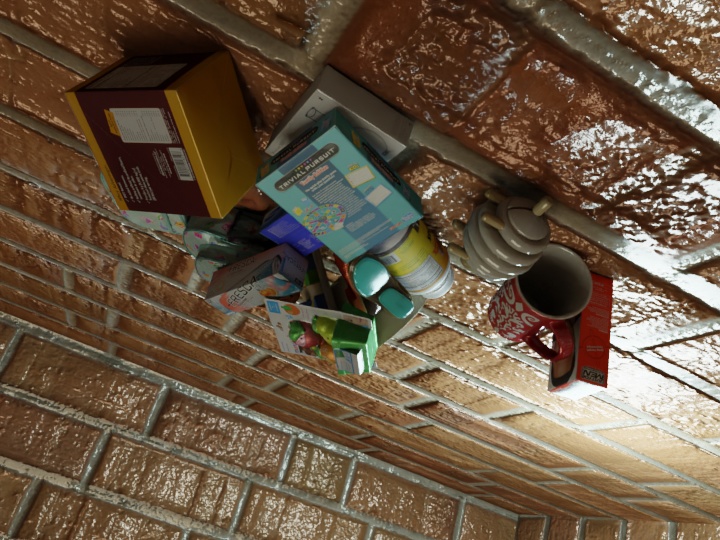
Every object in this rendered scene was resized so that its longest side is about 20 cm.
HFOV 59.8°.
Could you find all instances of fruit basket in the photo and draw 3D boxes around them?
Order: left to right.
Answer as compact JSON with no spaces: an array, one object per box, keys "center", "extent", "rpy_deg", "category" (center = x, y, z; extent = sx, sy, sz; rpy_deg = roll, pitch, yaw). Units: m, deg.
[{"center":[-0.071,0.126,1.149],"extent":[0.198,0.094,0.186],"rpy_deg":[5,143,9],"category":"fruit basket"}]

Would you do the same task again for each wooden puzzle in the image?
[{"center":[-0.105,0.047,1.296],"extent":[0.046,0.187,0.200],"rpy_deg":[-17,179,-20],"category":"wooden puzzle"}]

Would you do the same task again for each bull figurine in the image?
[{"center":[-0.220,-0.172,1.089],"extent":[0.121,0.065,0.200],"rpy_deg":[12,152,22],"category":"bull figurine"}]

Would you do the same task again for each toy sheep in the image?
[{"center":[0.221,-0.054,0.966],"extent":[0.137,0.139,0.200],"rpy_deg":[25,147,-15],"category":"toy sheep"}]

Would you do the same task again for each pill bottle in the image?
[{"center":[0.088,-0.031,1.116],"extent":[0.109,0.110,0.200],"rpy_deg":[-4,147,38],"category":"pill bottle"}]

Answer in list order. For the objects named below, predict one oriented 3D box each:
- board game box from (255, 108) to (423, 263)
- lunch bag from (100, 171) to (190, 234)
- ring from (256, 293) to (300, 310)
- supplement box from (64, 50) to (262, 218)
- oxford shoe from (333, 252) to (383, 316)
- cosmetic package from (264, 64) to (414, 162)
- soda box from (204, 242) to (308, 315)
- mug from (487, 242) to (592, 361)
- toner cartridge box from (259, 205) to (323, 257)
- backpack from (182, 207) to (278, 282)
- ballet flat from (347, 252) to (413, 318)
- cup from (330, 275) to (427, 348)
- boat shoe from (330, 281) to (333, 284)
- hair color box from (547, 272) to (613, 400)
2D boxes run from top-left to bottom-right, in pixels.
[{"center":[-0.028,-0.115,0.910],"extent":[0.150,0.047,0.200],"rpy_deg":[-30,127,26],"category":"board game box"},{"center":[-0.409,-0.152,1.233],"extent":[0.159,0.078,0.200],"rpy_deg":[16,154,5],"category":"lunch bag"},{"center":[-0.229,0.031,1.377],"extent":[0.199,0.201,0.019],"rpy_deg":[20,117,-4],"category":"ring"},{"center":[-0.280,-0.199,0.924],"extent":[0.199,0.133,0.198],"rpy_deg":[6,131,23],"category":"supplement box"},{"center":[0.000,0.000,1.136],"extent":[0.072,0.071,0.201],"rpy_deg":[-22,127,-9],"category":"oxford shoe"},{"center":[-0.037,-0.198,0.935],"extent":[0.150,0.052,0.200],"rpy_deg":[30,152,-19],"category":"cosmetic package"},{"center":[-0.191,0.019,1.134],"extent":[0.199,0.069,0.064],"rpy_deg":[-19,137,35],"category":"soda box"},{"center":[0.302,0.070,1.113],"extent":[0.132,0.179,0.200],"rpy_deg":[16,159,-1],"category":"mug"},{"center":[-0.074,-0.091,1.033],"extent":[0.095,0.043,0.199],"rpy_deg":[33,143,-27],"category":"toner cartridge box"},{"center":[-0.261,-0.048,1.266],"extent":[0.199,0.154,0.176],"rpy_deg":[26,158,2],"category":"backpack"},{"center":[0.025,0.015,1.069],"extent":[0.200,0.068,0.072],"rpy_deg":[39,-170,-48],"category":"ballet flat"},{"center":[0.017,0.060,1.282],"extent":[0.143,0.200,0.200],"rpy_deg":[49,148,-6],"category":"cup"},{"center":[-0.067,0.071,1.468],"extent":[0.199,0.065,0.072],"rpy_deg":[23,156,-8],"category":"boat shoe"},{"center":[0.387,0.115,1.101],"extent":[0.061,0.201,0.102],"rpy_deg":[16,154,-7],"category":"hair color box"}]
